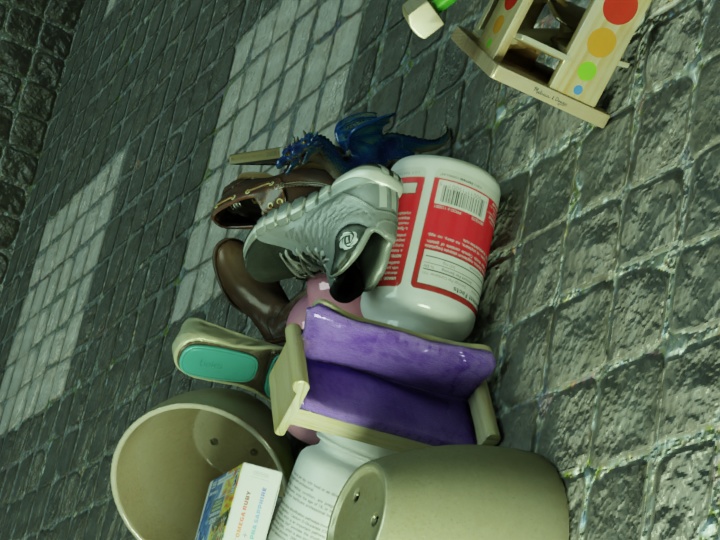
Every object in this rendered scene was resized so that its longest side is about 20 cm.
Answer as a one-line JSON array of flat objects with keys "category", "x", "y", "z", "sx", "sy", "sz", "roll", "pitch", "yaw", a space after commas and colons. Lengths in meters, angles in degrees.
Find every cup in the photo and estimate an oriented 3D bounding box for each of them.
[{"category": "cup", "x": 0.056, "y": 0.225, "z": 1.352, "sx": 0.200, "sy": 0.143, "sz": 0.201, "roll": -49, "pitch": 29, "yaw": 40}, {"category": "cup", "x": -0.156, "y": 0.209, "z": 1.811, "sx": 0.201, "sy": 0.200, "sz": 0.143, "roll": -58, "pitch": 0, "yaw": 24}]

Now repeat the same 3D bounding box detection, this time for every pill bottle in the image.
[{"category": "pill bottle", "x": -0.022, "y": 0.234, "z": 1.563, "sx": 0.201, "sy": 0.113, "sz": 0.113, "roll": -69, "pitch": 22, "yaw": 1}, {"category": "pill bottle", "x": 0.063, "y": 0.001, "z": 1.573, "sx": 0.112, "sy": 0.112, "sz": 0.201, "roll": -23, "pitch": 50, "yaw": 61}]

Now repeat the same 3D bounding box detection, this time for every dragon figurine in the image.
[{"category": "dragon figurine", "x": 0.011, "y": -0.133, "z": 1.716, "sx": 0.199, "sy": 0.100, "sz": 0.059, "roll": -31, "pitch": 17, "yaw": -18}]

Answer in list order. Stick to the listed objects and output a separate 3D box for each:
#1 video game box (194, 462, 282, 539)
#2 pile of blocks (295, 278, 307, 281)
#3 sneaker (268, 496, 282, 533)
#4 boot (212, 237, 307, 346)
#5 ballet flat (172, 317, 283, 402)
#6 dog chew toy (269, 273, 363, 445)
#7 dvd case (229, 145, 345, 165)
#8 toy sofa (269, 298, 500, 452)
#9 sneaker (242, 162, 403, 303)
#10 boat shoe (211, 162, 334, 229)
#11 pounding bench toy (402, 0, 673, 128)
[{"category": "video game box", "x": -0.135, "y": 0.288, "z": 1.605, "sx": 0.200, "sy": 0.047, "sz": 0.183, "roll": 138, "pitch": 145, "yaw": -71}, {"category": "pile of blocks", "x": -0.072, "y": -0.055, "z": 1.972, "sx": 0.062, "sy": 0.082, "sz": 0.200, "roll": -61, "pitch": 23, "yaw": 17}, {"category": "sneaker", "x": -0.119, "y": 0.331, "z": 1.719, "sx": 0.080, "sy": 0.073, "sz": 0.201, "roll": -88, "pitch": 17, "yaw": -59}, {"category": "boot", "x": -0.081, "y": 0.031, "z": 1.813, "sx": 0.064, "sy": 0.187, "sz": 0.200, "roll": -36, "pitch": 5, "yaw": -18}, {"category": "ballet flat", "x": -0.106, "y": 0.098, "z": 1.763, "sx": 0.070, "sy": 0.199, "sz": 0.070, "roll": -55, "pitch": 23, "yaw": 38}, {"category": "dog chew toy", "x": -0.023, "y": 0.074, "z": 1.651, "sx": 0.125, "sy": 0.124, "sz": 0.201, "roll": -122, "pitch": 38, "yaw": -63}, {"category": "dvd case", "x": -0.051, "y": -0.132, "z": 1.911, "sx": 0.200, "sy": 0.148, "sz": 0.016, "roll": -179, "pitch": 88, "yaw": -67}, {"category": "toy sofa", "x": 0.025, "y": 0.107, "z": 1.453, "sx": 0.083, "sy": 0.199, "sz": 0.098, "roll": -99, "pitch": 32, "yaw": -52}, {"category": "sneaker", "x": -0.040, "y": -0.011, "z": 1.552, "sx": 0.200, "sy": 0.075, "sz": 0.116, "roll": -33, "pitch": 46, "yaw": 36}, {"category": "boat shoe", "x": -0.089, "y": -0.075, "z": 1.891, "sx": 0.199, "sy": 0.071, "sz": 0.070, "roll": -5, "pitch": 33, "yaw": 45}, {"category": "pounding bench toy", "x": 0.153, "y": -0.250, "z": 1.469, "sx": 0.157, "sy": 0.199, "sz": 0.124, "roll": -63, "pitch": 23, "yaw": 16}]
